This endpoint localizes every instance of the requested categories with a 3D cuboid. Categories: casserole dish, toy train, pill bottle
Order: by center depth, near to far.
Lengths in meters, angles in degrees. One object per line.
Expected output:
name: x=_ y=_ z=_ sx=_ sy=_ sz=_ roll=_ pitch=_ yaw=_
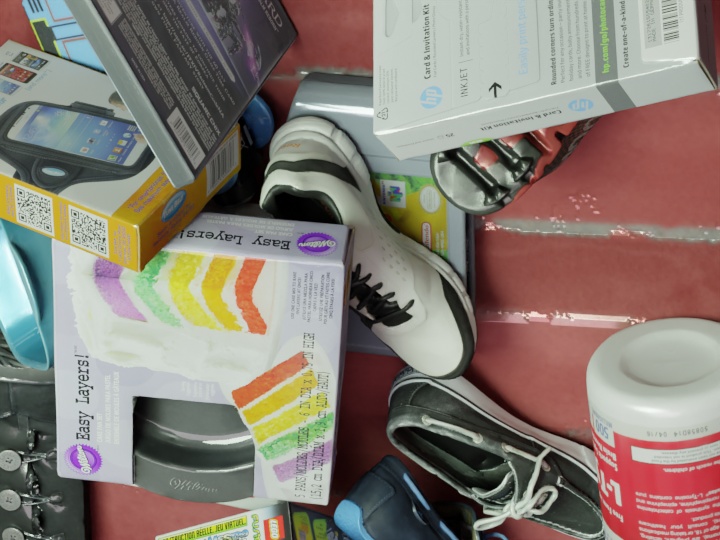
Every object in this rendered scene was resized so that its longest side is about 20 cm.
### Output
toy train: x=-0.134 y=-0.127 z=1.371 sx=0.113 sy=0.087 sz=0.201 roll=-5 pitch=121 yaw=30
pill bottle: x=0.212 y=0.142 z=1.399 sx=0.111 sy=0.112 sz=0.202 roll=0 pitch=119 yaw=18
casserole dish: x=-0.226 y=0.003 z=1.436 sx=0.039 sy=0.200 sz=0.122 roll=-21 pitch=96 yaw=-16

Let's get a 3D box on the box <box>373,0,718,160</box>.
box: x=0.103 y=-0.159 z=1.235 sx=0.198 sy=0.157 sz=0.041 roll=-12 pitch=152 yaw=22

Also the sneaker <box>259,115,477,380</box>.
sneaker: x=0.000 y=0.000 z=1.363 sx=0.073 sy=0.080 sz=0.200 roll=-31 pitch=108 yaw=29

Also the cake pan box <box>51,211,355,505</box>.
cake pan box: x=-0.101 y=0.055 z=1.336 sx=0.182 sy=0.052 sz=0.201 roll=8 pitch=125 yaw=3

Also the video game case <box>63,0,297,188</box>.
video game case: x=-0.106 y=-0.157 z=1.269 sx=0.019 sy=0.200 sz=0.144 roll=-19 pitch=113 yaw=26

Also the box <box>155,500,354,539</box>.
box: x=-0.043 y=0.208 z=1.490 sx=0.109 sy=0.035 sz=0.200 roll=-17 pitch=156 yaw=24

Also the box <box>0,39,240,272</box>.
box: x=-0.187 y=-0.077 z=1.302 sx=0.199 sy=0.119 sz=0.042 roll=22 pitch=134 yaw=18

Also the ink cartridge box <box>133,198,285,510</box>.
ink cartridge box: x=-0.110 y=0.055 z=1.449 sx=0.143 sy=0.084 sz=0.202 roll=7 pitch=124 yaw=32

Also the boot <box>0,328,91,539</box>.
boot: x=-0.281 y=0.132 z=1.585 sx=0.163 sy=0.066 sz=0.201 roll=10 pitch=127 yaw=14

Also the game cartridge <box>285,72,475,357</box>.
game cartridge: x=0.010 y=-0.031 z=1.408 sx=0.132 sy=0.041 sz=0.202 roll=7 pitch=121 yaw=18

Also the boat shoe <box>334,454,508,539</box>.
boat shoe: x=0.064 y=0.194 z=1.476 sx=0.084 sy=0.069 sz=0.200 roll=26 pitch=169 yaw=39

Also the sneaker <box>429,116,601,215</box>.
sneaker: x=0.125 y=-0.118 z=1.300 sx=0.071 sy=0.098 sz=0.200 roll=45 pitch=100 yaw=2

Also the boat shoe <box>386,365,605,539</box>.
boat shoe: x=0.102 y=0.139 z=1.447 sx=0.199 sy=0.068 sz=0.073 roll=38 pitch=126 yaw=-19
